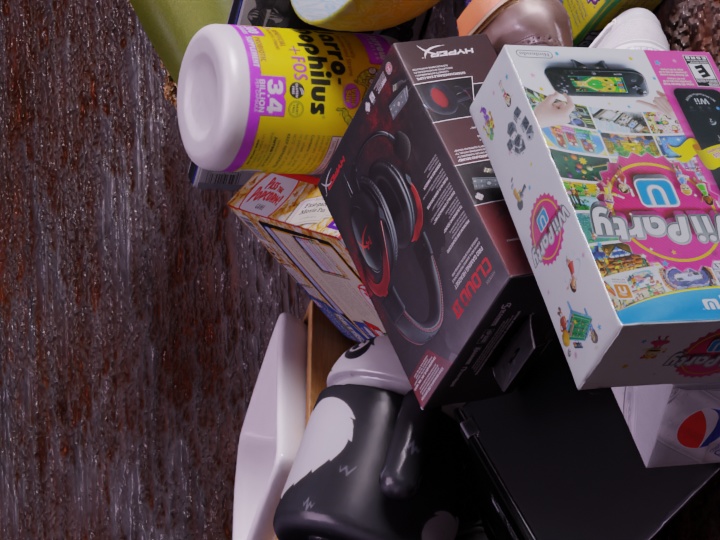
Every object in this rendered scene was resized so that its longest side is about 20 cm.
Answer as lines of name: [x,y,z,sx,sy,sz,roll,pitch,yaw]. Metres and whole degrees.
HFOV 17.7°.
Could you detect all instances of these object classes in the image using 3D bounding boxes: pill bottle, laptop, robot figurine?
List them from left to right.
pill bottle: [-0.025,-0.121,1.676,0.104,0.199,0.105,-2,88,63]
robot figurine: [0.012,0.142,1.578,0.149,0.125,0.201,1,61,40]
laptop: [0.148,0.146,1.471,0.188,0.115,0.201,-119,10,-46]

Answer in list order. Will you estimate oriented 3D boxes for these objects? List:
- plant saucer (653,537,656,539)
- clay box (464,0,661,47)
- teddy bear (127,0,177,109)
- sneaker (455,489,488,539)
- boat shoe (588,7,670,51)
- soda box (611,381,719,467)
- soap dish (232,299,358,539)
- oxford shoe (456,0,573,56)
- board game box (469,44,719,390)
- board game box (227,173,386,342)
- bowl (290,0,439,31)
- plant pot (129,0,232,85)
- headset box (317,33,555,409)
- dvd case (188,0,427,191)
plant saucer: [0.137,0.127,1.538,0.200,0.029,0.202,3,94,64]
clay box: [0.138,-0.193,1.514,0.200,0.047,0.116,127,134,-53]
teddy bear: [-0.137,-0.196,1.983,0.067,0.144,0.201,-40,59,37]
sneaker: [0.059,0.175,1.648,0.200,0.077,0.083,32,112,59]
boat shoe: [0.144,-0.084,1.487,0.201,0.071,0.069,108,171,-45]
soda box: [0.175,0.024,1.387,0.201,0.063,0.069,-109,23,-46]
soap dish: [-0.043,0.143,1.791,0.201,0.081,0.158,-90,16,-54]
oxford shoe: [0.077,-0.111,1.519,0.073,0.071,0.200,67,147,23]
board game box: [0.163,-0.032,1.306,0.064,0.146,0.201,-61,39,46]
board game box: [0.000,0.000,1.694,0.046,0.152,0.200,-47,25,-12]
bowl: [0.040,-0.251,1.628,0.200,0.107,0.201,-44,36,45]
plant pot: [-0.092,-0.214,1.857,0.200,0.199,0.194,-33,73,60]
headset box: [0.063,-0.022,1.443,0.201,0.075,0.149,65,147,26]
dvd case: [-0.038,-0.146,1.760,0.025,0.149,0.201,-116,36,-49]
